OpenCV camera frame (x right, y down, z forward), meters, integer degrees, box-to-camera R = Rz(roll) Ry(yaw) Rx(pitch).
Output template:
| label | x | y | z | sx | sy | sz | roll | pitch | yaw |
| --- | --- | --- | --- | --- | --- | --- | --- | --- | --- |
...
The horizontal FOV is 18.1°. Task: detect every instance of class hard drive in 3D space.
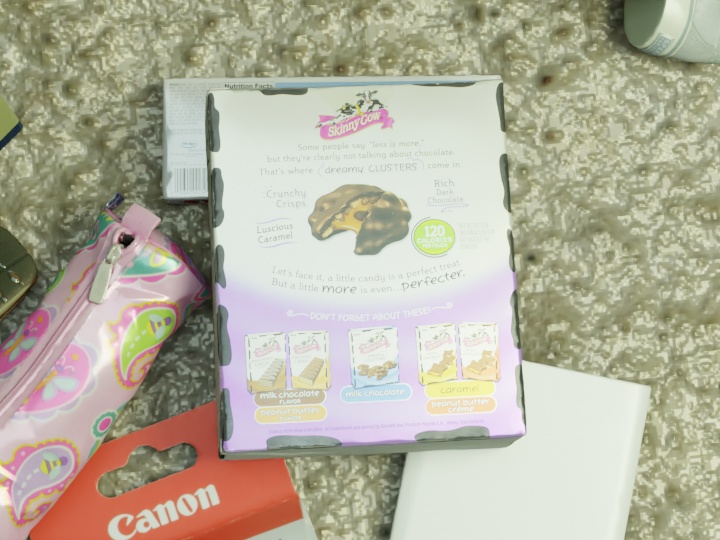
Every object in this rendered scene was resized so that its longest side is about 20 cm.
| label | x | y | z | sx | sy | sz | roll | pitch | yaw |
| --- | --- | --- | --- | --- | --- | --- | --- | --- | --- |
| hard drive | 0.083 | 0.153 | 1.291 | 0.131 | 0.026 | 0.202 | 11 | 83 | 1 |

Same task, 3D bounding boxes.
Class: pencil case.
| label | x | y | z | sx | sy | sz | roll | pitch | yaw |
| --- | --- | --- | --- | --- | --- | --- | --- | --- | --- |
| pencil case | -0.168 | 0.057 | 1.272 | 0.087 | 0.087 | 0.200 | 37 | 84 | 4 |

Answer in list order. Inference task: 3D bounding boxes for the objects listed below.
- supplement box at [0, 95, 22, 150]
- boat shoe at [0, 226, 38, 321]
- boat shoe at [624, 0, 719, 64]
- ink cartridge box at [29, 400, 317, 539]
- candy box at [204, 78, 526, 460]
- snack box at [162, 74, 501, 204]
| label | x | y | z | sx | sy | sz | roll | pitch | yaw |
| --- | --- | --- | --- | --- | --- | --- | --- | --- | --- |
| supplement box | -0.311 | -0.076 | 1.232 | 0.134 | 0.200 | 0.200 | 45 | 85 | 5 |
| boat shoe | -0.275 | 0.045 | 1.282 | 0.199 | 0.074 | 0.076 | -33 | 68 | -23 |
| boat shoe | 0.205 | -0.215 | 1.326 | 0.071 | 0.070 | 0.202 | 15 | 77 | -22 |
| ink cartridge box | -0.098 | 0.186 | 1.265 | 0.162 | 0.057 | 0.201 | -21 | 86 | 5 |
| candy box | 0.000 | 0.000 | 1.256 | 0.166 | 0.072 | 0.202 | -2 | 81 | -5 |
| snack box | -0.016 | -0.076 | 1.321 | 0.198 | 0.024 | 0.073 | -1 | 82 | 0 |
